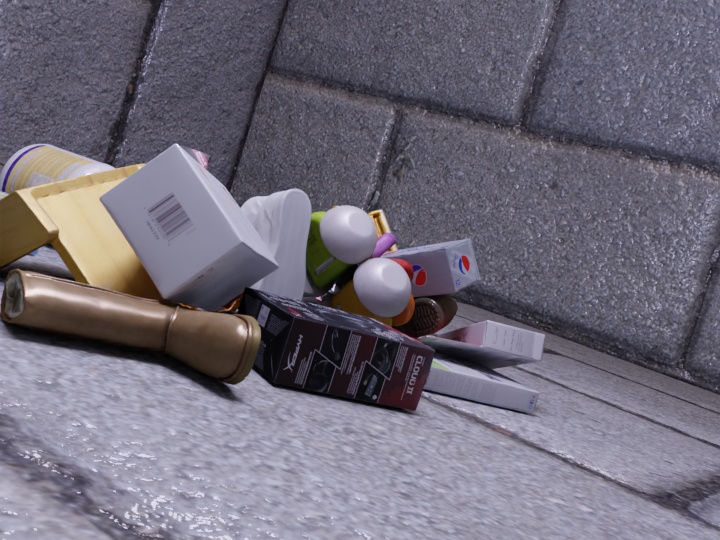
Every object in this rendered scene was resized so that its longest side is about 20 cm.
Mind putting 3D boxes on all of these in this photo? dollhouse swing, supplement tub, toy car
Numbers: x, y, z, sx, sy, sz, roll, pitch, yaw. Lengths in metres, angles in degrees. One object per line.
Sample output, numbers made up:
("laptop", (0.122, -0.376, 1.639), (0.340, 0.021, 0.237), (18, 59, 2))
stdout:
("dollhouse swing", (-0.323, -0.017, 1.094), (0.182, 0.176, 0.200), (-22, 3, 34))
("supplement tub", (-0.453, -0.109, 1.435), (0.200, 0.146, 0.145), (20, 4, 29))
("toy car", (0.000, 0.000, 1.270), (0.150, 0.200, 0.175), (-27, -9, -41))

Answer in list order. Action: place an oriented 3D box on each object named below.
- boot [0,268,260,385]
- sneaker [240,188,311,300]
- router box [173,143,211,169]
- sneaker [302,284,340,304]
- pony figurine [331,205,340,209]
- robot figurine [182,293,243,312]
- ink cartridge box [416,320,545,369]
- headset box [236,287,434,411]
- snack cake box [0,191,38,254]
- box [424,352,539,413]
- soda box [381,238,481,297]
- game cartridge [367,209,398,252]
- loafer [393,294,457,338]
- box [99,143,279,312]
("boot", (-0.213, 0.051, 0.837), (0.200, 0.066, 0.175), (17, -9, -31))
("sneaker", (-0.132, -0.008, 1.230), (0.074, 0.200, 0.116), (22, -16, -41))
("router box", (-0.297, -0.095, 1.471), (0.062, 0.150, 0.200), (17, -16, -9))
("sneaker", (-0.049, 0.039, 1.409), (0.071, 0.099, 0.200), (45, 1, -4))
("pony figurine", (-0.048, 0.003, 1.656), (0.166, 0.200, 0.193), (11, -12, -4))
("robot figurine", (-0.225, 0.022, 1.231), (0.145, 0.058, 0.200), (18, 3, 9))
("ink cartridge box", (0.148, 0.106, 1.352), (0.176, 0.045, 0.200), (13, -13, -14))
("headset box", (-0.027, 0.089, 1.028), (0.200, 0.077, 0.149), (17, 3, -30))
("snack cake box", (-0.532, -0.080, 1.208), (0.115, 0.067, 0.200), (21, 4, 33))
("box", (0.128, 0.146, 1.274), (0.200, 0.036, 0.144), (18, 2, -27))
("soda box", (0.079, 0.002, 1.368), (0.200, 0.068, 0.063), (-9, 9, 46))
("game cartridge", (0.048, 0.012, 1.560), (0.032, 0.176, 0.200), (-17, -17, -8))
("loafer", (0.072, 0.075, 1.402), (0.067, 0.076, 0.200), (-10, 2, -39))
("box", (-0.176, -0.038, 0.982), (0.124, 0.097, 0.200), (55, 1, 9))
